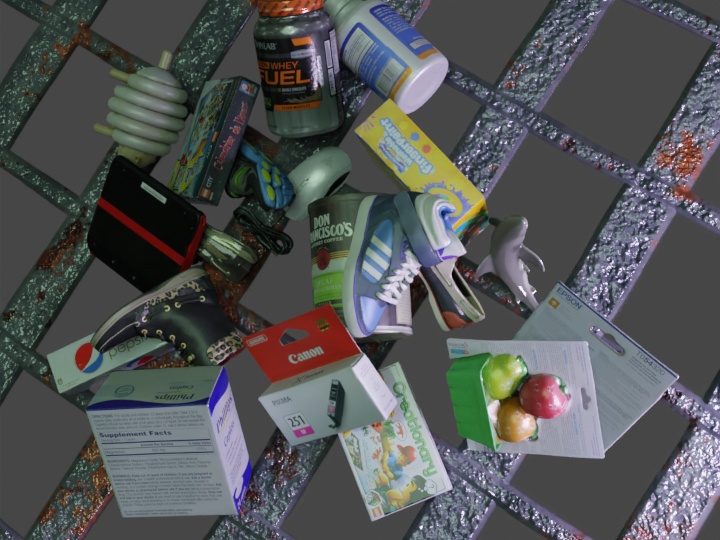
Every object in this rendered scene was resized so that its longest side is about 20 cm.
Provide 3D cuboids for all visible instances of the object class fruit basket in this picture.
[{"bbox_3d":[0.228,0.173,1.246,0.200,0.094,0.185,-5,113,24],"label":"fruit basket"}]

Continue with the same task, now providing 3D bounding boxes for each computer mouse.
[{"bbox_3d":[-0.098,-0.120,1.412,0.110,0.044,0.200,44,91,15],"label":"computer mouse"}]

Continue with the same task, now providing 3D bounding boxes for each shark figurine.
[{"bbox_3d":[0.210,0.010,1.297,0.089,0.128,0.215,-33,119,-15],"label":"shark figurine"}]

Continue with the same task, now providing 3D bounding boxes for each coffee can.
[{"bbox_3d":[0.000,0.000,1.320,0.146,0.146,0.200,-5,80,10],"label":"coffee can"}]

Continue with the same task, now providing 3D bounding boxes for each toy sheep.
[{"bbox_3d":[-0.341,-0.256,1.439,0.138,0.138,0.200,22,103,14],"label":"toy sheep"}]

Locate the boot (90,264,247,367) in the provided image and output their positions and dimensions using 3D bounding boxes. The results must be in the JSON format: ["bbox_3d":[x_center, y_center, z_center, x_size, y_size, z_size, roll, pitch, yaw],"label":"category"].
[{"bbox_3d":[-0.281,0.102,1.339,0.200,0.073,0.151,-34,85,-18],"label":"boot"}]

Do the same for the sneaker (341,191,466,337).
[{"bbox_3d":[0.062,-0.007,1.183,0.146,0.081,0.200,4,79,26],"label":"sneaker"}]

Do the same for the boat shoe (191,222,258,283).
[{"bbox_3d":[-0.258,-0.044,1.416,0.200,0.074,0.073,28,87,15],"label":"boat shoe"}]

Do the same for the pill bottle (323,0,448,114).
[{"bbox_3d":[0.029,-0.344,1.388,0.112,0.112,0.200,-45,75,1],"label":"pill bottle"}]

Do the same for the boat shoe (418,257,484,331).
[{"bbox_3d":[0.117,-0.006,1.307,0.063,0.071,0.200,-18,105,25],"label":"boat shoe"}]

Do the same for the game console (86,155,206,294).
[{"bbox_3d":[-0.340,-0.060,1.416,0.200,0.031,0.177,34,111,20],"label":"game console"}]

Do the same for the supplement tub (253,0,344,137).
[{"bbox_3d":[-0.094,-0.311,1.360,0.122,0.123,0.200,-3,114,11],"label":"supplement tub"}]

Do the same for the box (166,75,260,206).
[{"bbox_3d":[-0.233,-0.202,1.413,0.137,0.038,0.200,12,82,56],"label":"box"}]

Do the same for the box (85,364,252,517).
[{"bbox_3d":[-0.271,0.249,1.308,0.184,0.105,0.200,-4,117,10],"label":"box"}]

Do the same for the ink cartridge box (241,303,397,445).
[{"bbox_3d":[-0.071,0.153,1.279,0.200,0.044,0.174,-23,107,40],"label":"ink cartridge box"}]

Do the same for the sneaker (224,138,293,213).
[{"bbox_3d":[-0.166,-0.136,1.389,0.083,0.071,0.200,-54,41,10],"label":"sneaker"}]

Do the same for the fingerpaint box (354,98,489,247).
[{"bbox_3d":[0.095,-0.135,1.313,0.073,0.167,0.200,-42,75,2],"label":"fingerpaint box"}]

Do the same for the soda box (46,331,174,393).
[{"bbox_3d":[-0.384,0.125,1.418,0.200,0.064,0.068,-25,78,6],"label":"soda box"}]

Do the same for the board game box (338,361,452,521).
[{"bbox_3d":[0.039,0.250,1.328,0.126,0.035,0.200,-24,77,6],"label":"board game box"}]

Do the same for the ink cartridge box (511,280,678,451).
[{"bbox_3d":[0.305,0.131,1.230,0.196,0.043,0.200,41,132,13],"label":"ink cartridge box"}]
